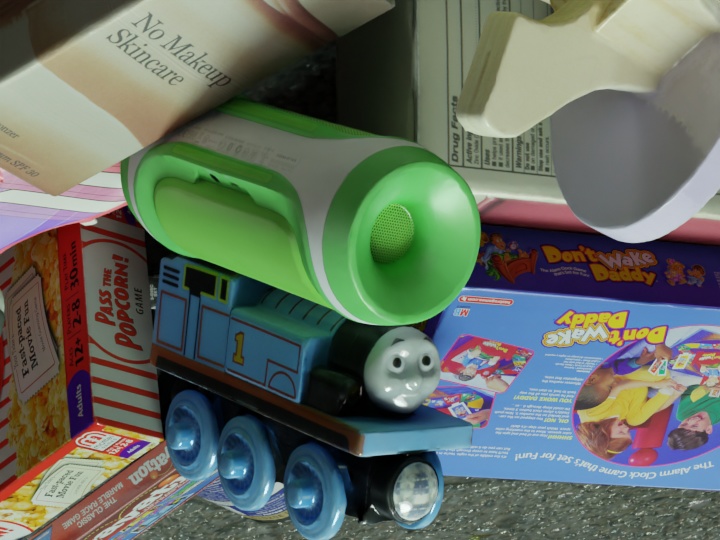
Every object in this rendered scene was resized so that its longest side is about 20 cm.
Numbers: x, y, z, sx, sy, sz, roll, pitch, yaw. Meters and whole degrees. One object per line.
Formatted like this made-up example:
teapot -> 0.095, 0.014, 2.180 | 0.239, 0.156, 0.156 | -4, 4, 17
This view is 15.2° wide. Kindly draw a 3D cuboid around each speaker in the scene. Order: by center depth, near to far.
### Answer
speaker -> -0.032, -0.033, 1.254 | 0.088, 0.089, 0.200 | 8, -173, -37

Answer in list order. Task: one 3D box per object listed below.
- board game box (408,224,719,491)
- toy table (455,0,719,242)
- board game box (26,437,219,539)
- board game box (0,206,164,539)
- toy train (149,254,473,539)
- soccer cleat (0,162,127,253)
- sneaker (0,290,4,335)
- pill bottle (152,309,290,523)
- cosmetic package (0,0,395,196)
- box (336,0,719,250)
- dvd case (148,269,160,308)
board game box -> 0.113, 0.046, 1.348 | 0.199, 0.045, 0.135 | 5, 134, -20
toy table -> 0.113, -0.127, 1.203 | 0.117, 0.201, 0.183 | 25, 157, -40
board game box -> -0.123, 0.126, 1.468 | 0.200, 0.020, 0.103 | -36, 167, 16
board game box -> -0.184, 0.060, 1.442 | 0.046, 0.152, 0.200 | 16, 142, -36
toy train -> -0.028, 0.057, 1.306 | 0.086, 0.115, 0.200 | -4, -166, -36
soccer cleat -> -0.167, -0.055, 1.362 | 0.199, 0.067, 0.076 | -27, 140, 21
sneaker -> -0.201, -0.034, 1.259 | 0.067, 0.108, 0.201 | 31, 173, -28
pill bottle -> -0.091, 0.071, 1.570 | 0.111, 0.112, 0.200 | -27, 150, 20
cosmetic package -> -0.097, -0.126, 1.240 | 0.199, 0.088, 0.103 | -29, 147, 22
box -> 0.096, -0.078, 1.338 | 0.199, 0.129, 0.109 | 5, 165, -20
dvd case -> 0.000, 0.000, 1.444 | 0.199, 0.022, 0.146 | -3, -174, 31
